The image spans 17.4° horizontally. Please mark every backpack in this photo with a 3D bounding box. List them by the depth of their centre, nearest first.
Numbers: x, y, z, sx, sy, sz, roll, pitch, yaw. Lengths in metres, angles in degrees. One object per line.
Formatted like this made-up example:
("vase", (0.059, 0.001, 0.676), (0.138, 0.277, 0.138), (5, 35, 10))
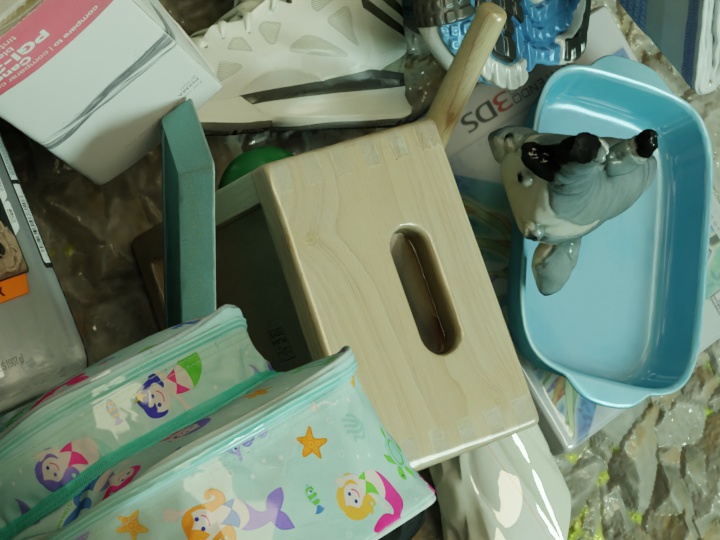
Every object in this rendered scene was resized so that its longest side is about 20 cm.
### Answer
("backpack", (-0.074, 0.104, 0.998), (0.177, 0.200, 0.151), (-27, 91, -42))

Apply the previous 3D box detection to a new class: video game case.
("video game case", (0.124, -0.026, 1.333), (0.182, 0.022, 0.200), (-33, 95, -31))

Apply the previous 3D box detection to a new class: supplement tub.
("supplement tub", (-0.214, -0.021, 1.080), (0.122, 0.122, 0.201), (-22, 89, -32))

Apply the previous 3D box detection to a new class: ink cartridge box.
("ink cartridge box", (-0.157, -0.134, 1.051), (0.083, 0.200, 0.147), (-40, 73, 2))

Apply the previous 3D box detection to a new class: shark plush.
("shark plush", (0.110, -0.060, 1.182), (0.083, 0.200, 0.091), (-18, 72, 3))

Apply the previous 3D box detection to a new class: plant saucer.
("plant saucer", (-0.081, 0.023, 1.119), (0.019, 0.070, 0.201), (-6, 122, -11))

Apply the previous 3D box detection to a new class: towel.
("towel", (0.142, -0.203, 1.248), (0.024, 0.147, 0.200), (-22, 53, -14))

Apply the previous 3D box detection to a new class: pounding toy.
("pounding toy", (0.000, 0.000, 1.160), (0.142, 0.184, 0.201), (-17, 87, -32))

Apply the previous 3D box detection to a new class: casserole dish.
("casserole dish", (0.134, -0.019, 1.302), (0.121, 0.039, 0.201), (15, 72, -26))

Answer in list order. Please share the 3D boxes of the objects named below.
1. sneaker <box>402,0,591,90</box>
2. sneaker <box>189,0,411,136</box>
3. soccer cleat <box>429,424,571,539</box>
("sneaker", (0.056, -0.134, 1.250), (0.200, 0.086, 0.075), (-12, 103, -67))
("sneaker", (-0.063, -0.129, 1.204), (0.200, 0.076, 0.116), (-6, 98, -35))
("soccer cleat", (0.070, 0.093, 1.251), (0.077, 0.069, 0.201), (-8, 89, -36))
